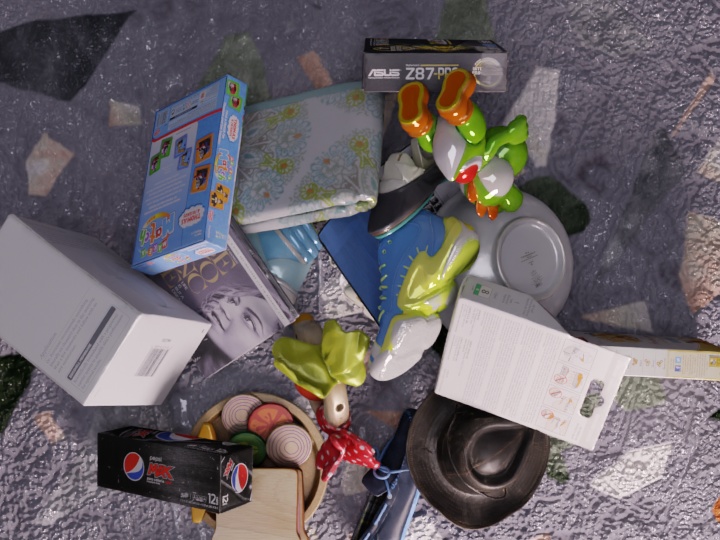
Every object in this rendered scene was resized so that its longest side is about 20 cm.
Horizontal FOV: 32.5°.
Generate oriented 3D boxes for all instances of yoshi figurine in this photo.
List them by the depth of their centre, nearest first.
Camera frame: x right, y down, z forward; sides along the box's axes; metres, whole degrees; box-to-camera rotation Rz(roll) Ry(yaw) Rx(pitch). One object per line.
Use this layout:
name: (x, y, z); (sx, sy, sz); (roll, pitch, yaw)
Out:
yoshi figurine: (0.124, -0.145, 1.346); (0.112, 0.113, 0.200); (-43, 134, 2)

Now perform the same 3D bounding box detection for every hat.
hat: (0.156, 0.206, 1.464); (0.197, 0.081, 0.204); (5, 76, -21)

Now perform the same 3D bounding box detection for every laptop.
laptop: (0.075, -0.035, 1.450); (0.199, 0.116, 0.188); (-35, 104, 2)

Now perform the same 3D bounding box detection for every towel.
towel: (-0.067, -0.129, 1.433); (0.197, 0.048, 0.174); (-10, 56, 20)

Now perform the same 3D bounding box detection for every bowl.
bowl: (0.177, -0.009, 1.440); (0.198, 0.090, 0.205); (3, 82, -24)

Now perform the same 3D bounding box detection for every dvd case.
dvd case: (-0.172, 0.032, 1.457); (0.199, 0.016, 0.150); (-33, 93, 44)

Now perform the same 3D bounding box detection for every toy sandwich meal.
toy sandwich meal: (-0.131, 0.253, 1.507); (0.201, 0.070, 0.209); (0, 94, 0)

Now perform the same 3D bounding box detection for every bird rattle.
bird rattle: (-0.035, 0.138, 1.460); (0.111, 0.164, 0.202); (-22, 125, -8)

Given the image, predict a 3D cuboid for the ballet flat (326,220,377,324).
ballet flat: (0.000, 0.000, 1.495); (0.063, 0.067, 0.203); (-20, 86, 3)

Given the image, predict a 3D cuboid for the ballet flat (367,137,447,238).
ballet flat: (0.065, -0.114, 1.408); (0.199, 0.073, 0.073); (-39, 94, -33)

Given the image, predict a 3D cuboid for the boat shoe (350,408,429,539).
boat shoe: (0.033, 0.265, 1.500); (0.067, 0.084, 0.204); (13, 91, -12)

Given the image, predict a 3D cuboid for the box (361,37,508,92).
box: (0.081, -0.235, 1.408); (0.158, 0.200, 0.050); (3, 104, 1)

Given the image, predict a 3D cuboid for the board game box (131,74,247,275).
board game box: (-0.197, -0.108, 1.420); (0.036, 0.150, 0.203); (22, 65, -38)

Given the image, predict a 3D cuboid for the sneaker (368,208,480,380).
sneaker: (0.051, 0.021, 1.394); (0.105, 0.075, 0.202); (36, 95, 33)

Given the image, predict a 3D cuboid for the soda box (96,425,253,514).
soda box: (-0.222, 0.233, 1.464); (0.197, 0.063, 0.072); (4, 94, 32)

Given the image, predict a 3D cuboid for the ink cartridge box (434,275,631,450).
ink cartridge box: (0.191, 0.105, 1.392); (0.197, 0.050, 0.163); (18, 133, 7)

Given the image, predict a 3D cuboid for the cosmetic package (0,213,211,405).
cosmetic package: (-0.310, 0.050, 1.408); (0.199, 0.199, 0.124); (36, 94, 16)

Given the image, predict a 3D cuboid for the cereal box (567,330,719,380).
cereal box: (0.320, 0.099, 1.458); (0.196, 0.144, 0.040); (4, 94, -1)

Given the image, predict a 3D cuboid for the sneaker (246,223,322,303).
sneaker: (-0.133, -0.055, 1.492); (0.199, 0.080, 0.131); (34, 79, 8)
